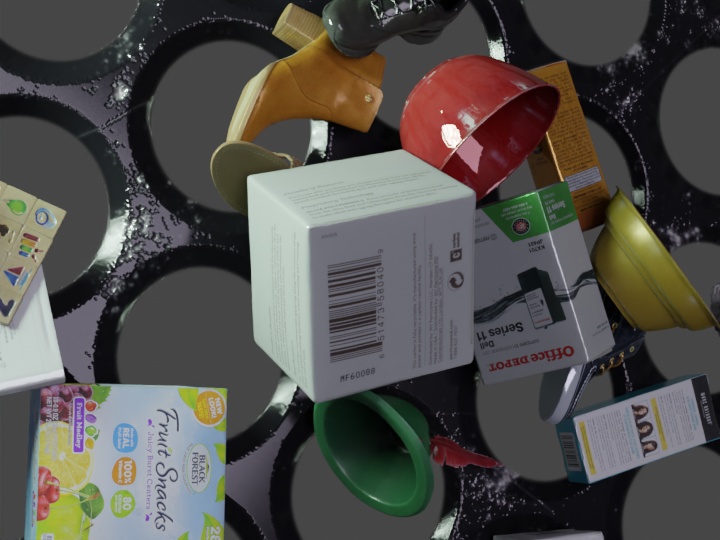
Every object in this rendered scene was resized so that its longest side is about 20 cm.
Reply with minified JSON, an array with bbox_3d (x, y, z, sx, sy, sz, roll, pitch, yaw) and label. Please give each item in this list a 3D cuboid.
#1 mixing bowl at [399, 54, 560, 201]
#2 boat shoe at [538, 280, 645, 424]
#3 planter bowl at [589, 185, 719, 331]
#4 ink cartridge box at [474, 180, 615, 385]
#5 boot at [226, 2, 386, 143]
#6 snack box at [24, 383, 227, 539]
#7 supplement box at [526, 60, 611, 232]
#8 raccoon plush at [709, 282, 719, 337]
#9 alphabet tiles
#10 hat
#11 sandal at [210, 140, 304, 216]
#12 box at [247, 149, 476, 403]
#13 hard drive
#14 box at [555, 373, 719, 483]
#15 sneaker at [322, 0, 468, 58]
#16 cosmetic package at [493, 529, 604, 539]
[{"bbox_3d":[0.118,-0.169,1.659,0.199,0.201,0.109,-33,68,-22],"label":"mixing bowl"},{"bbox_3d":[0.283,0.100,1.749,0.090,0.071,0.202,25,74,-15],"label":"boat shoe"},{"bbox_3d":[0.321,0.008,1.687,0.083,0.200,0.201,-36,101,8],"label":"planter bowl"},{"bbox_3d":[0.187,0.017,1.668,0.083,0.146,0.202,-21,94,-56],"label":"ink cartridge box"},{"bbox_3d":[-0.054,-0.186,1.632,0.143,0.071,0.202,30,70,-17],"label":"boot"},{"bbox_3d":[-0.241,0.203,1.517,0.198,0.068,0.170,3,83,-24],"label":"snack box"},{"bbox_3d":[0.238,-0.145,1.757,0.068,0.066,0.202,-21,94,-23],"label":"supplement box"},{"bbox_3d":[0.533,0.099,1.853,0.133,0.097,0.202,-11,89,-32],"label":"raccoon plush"},{"bbox_3d":[-0.410,-0.008,1.457,0.166,0.008,0.201,24,68,-3],"label":"alphabet tiles"},{"bbox_3d":[0.063,0.161,1.629,0.165,0.201,0.176,35,51,22],"label":"hat"},{"bbox_3d":[-0.088,-0.094,1.620,0.211,0.070,0.078,31,113,-34],"label":"sandal"},{"bbox_3d":[0.000,0.000,1.551,0.199,0.171,0.201,-12,115,-24],"label":"box"},{"bbox_3d":[-0.403,0.067,1.450,0.198,0.027,0.133,-11,73,-16],"label":"hard drive"},{"bbox_3d":[0.336,0.190,1.777,0.199,0.049,0.083,-14,91,-24],"label":"box"},{"bbox_3d":[0.040,-0.295,1.647,0.199,0.091,0.076,-21,84,-42],"label":"sneaker"},{"bbox_3d":[0.219,0.404,1.689,0.112,0.081,0.202,-1,85,-25],"label":"cosmetic package"}]
